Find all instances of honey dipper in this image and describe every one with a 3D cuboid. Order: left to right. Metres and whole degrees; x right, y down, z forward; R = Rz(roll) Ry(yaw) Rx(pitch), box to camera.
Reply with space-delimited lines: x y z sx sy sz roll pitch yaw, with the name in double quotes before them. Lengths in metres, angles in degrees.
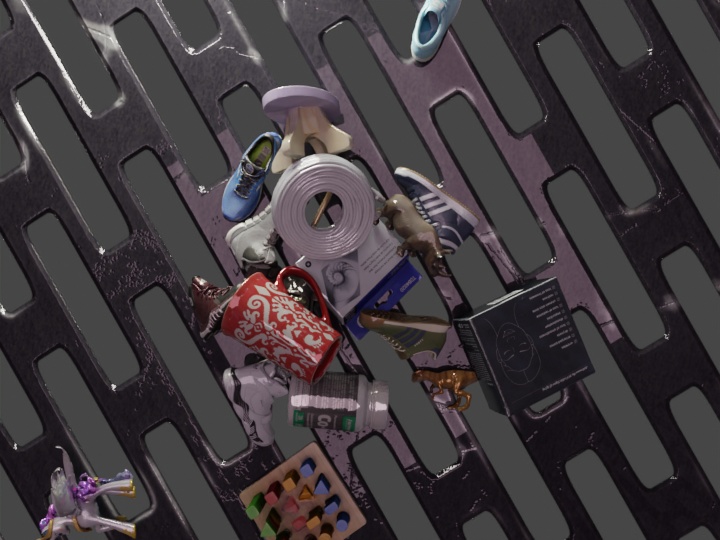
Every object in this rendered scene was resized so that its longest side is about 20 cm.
"honey dipper" -0.075 -0.137 1.489 0.037 0.038 0.203 25 90 2

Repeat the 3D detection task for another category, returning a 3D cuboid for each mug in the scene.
"mug" -0.131 0.095 1.350 0.198 0.133 0.180 32 94 13

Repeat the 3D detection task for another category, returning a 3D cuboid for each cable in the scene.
"cable" -0.069 -0.114 1.369 0.200 0.069 0.200 -43 114 9

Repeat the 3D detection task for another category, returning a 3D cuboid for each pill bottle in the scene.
"pill bottle" -0.044 0.260 1.454 0.195 0.113 0.116 5 92 -1

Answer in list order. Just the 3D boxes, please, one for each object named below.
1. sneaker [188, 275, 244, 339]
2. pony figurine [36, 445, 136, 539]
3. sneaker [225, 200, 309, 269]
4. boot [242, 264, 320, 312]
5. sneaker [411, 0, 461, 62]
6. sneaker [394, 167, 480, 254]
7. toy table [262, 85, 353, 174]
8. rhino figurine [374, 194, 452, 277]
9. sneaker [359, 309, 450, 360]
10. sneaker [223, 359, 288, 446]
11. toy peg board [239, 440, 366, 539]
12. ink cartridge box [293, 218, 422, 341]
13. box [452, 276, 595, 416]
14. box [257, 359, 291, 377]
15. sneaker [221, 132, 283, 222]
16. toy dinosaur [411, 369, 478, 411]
"sneaker" -0.293 0.048 1.446 0.200 0.075 0.117 -42 76 43
"pony figurine" -0.562 0.466 1.481 0.195 0.166 0.198 -2 99 -13
"sneaker" -0.170 -0.067 1.460 0.198 0.075 0.117 -32 64 12
"boot" -0.170 0.073 1.467 0.170 0.070 0.203 15 63 1
"sneaker" 0.157 -0.518 1.444 0.072 0.082 0.204 18 92 1
"sneaker" 0.133 -0.114 1.461 0.198 0.070 0.110 34 91 -2
"toy table" -0.105 -0.267 1.402 0.181 0.198 0.120 -16 82 38
"rhino figurine" 0.109 -0.063 1.414 0.201 0.059 0.088 50 127 15
"sneaker" 0.084 0.135 1.449 0.196 0.067 0.092 8 103 -23
"sneaker" -0.187 0.263 1.453 0.113 0.076 0.203 -20 120 4
"toy peg board" -0.121 0.494 1.475 0.197 0.098 0.202 -34 90 3
"ink cartridge box" 0.000 0.000 1.457 0.199 0.041 0.200 -44 91 -16
"box" 0.315 0.145 1.417 0.197 0.124 0.200 -23 89 -9
"box" -0.161 0.196 1.492 0.197 0.042 0.039 -24 54 4
"sneaker" -0.226 -0.193 1.466 0.077 0.089 0.203 28 92 3
"toy dinosaur" 0.202 0.225 1.472 0.195 0.060 0.109 -7 90 3
